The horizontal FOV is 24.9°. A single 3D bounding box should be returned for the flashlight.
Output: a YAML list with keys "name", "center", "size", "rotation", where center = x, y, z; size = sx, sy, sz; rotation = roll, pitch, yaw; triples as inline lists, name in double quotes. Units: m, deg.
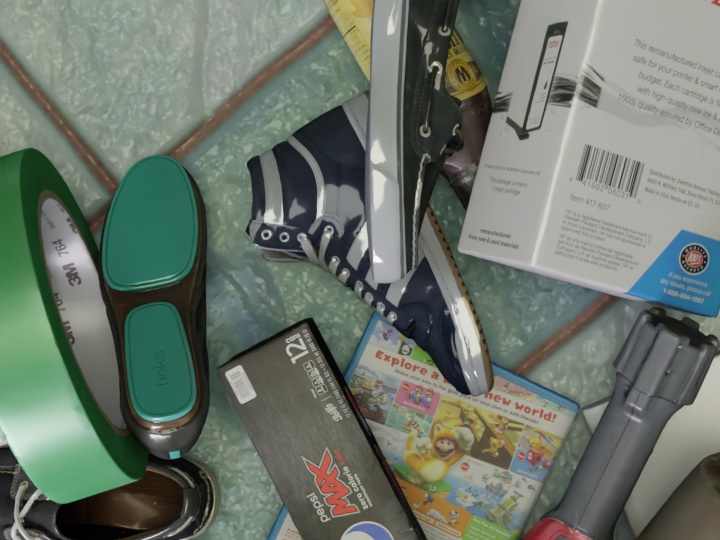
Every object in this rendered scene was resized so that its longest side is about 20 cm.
- name: "flashlight"
  center: [0.150, 0.120, 0.971]
  size: [0.068, 0.068, 0.201]
  rotation: [16, 106, -28]

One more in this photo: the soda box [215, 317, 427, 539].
- name: "soda box"
  center: [-0.012, 0.130, 0.978]
  size: [0.063, 0.071, 0.200]
  rotation: [-27, 90, 1]

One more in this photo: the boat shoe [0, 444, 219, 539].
- name: "boat shoe"
  center: [-0.191, 0.142, 1.006]
  size: [0.199, 0.068, 0.072]
  rotation: [-2, 90, 6]

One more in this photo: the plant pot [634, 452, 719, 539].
- name: "plant pot"
  center: [0.208, 0.202, 0.882]
  size: [0.199, 0.200, 0.174]
  rotation: [20, 108, 2]

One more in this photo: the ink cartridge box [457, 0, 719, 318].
- name: "ink cartridge box"
  center: [0.158, -0.088, 0.955]
  size: [0.146, 0.084, 0.201]
  rotation: [15, 90, -30]

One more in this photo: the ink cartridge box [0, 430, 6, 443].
- name: "ink cartridge box"
  center: [-0.254, 0.013, 0.962]
  size: [0.084, 0.146, 0.201]
  rotation: [-19, 86, 4]

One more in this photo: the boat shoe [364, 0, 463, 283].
- name: "boat shoe"
  center: [0.032, -0.092, 0.932]
  size: [0.056, 0.069, 0.201]
  rotation: [2, 87, -1]

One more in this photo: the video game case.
- name: "video game case"
  center: [0.031, 0.144, 1.022]
  size: [0.143, 0.018, 0.201]
  rotation: [25, 92, 2]

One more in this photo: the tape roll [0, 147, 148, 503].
- name: "tape roll"
  center: [-0.178, 0.031, 0.938]
  size: [0.048, 0.200, 0.201]
  rotation: [-19, 90, 2]

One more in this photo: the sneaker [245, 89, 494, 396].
- name: "sneaker"
  center: [0.000, 0.000, 0.990]
  size: [0.108, 0.070, 0.201]
  rotation: [-24, 78, -1]

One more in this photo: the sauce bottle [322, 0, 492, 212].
- name: "sauce bottle"
  center: [0.043, -0.114, 0.997]
  size: [0.066, 0.066, 0.200]
  rotation: [-31, 91, 2]

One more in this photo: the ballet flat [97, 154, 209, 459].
- name: "ballet flat"
  center: [-0.124, 0.026, 0.990]
  size: [0.068, 0.068, 0.201]
  rotation: [-4, 56, -1]

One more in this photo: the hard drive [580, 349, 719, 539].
- name: "hard drive"
  center: [0.236, 0.153, 1.010]
  size: [0.132, 0.027, 0.201]
  rotation: [-23, 90, 3]
